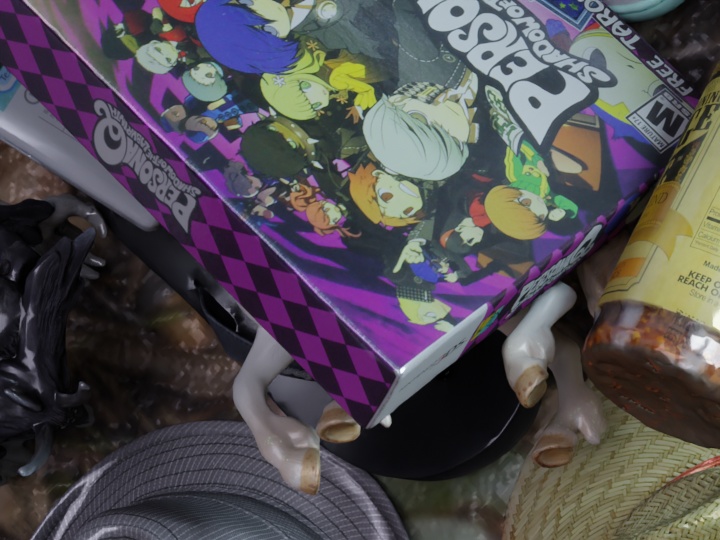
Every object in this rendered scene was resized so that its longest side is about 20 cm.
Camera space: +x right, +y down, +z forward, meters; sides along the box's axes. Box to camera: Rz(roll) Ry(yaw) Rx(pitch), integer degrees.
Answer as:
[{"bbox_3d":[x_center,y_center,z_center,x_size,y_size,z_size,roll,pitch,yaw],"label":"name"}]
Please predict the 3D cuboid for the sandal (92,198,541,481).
[{"bbox_3d":[-0.026,0.009,0.816,0.200,0.043,0.076,34,97,23],"label":"sandal"}]

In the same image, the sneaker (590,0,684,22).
[{"bbox_3d":[0.050,-0.184,0.756,0.078,0.140,0.200,-25,73,18],"label":"sneaker"}]

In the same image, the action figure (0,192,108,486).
[{"bbox_3d":[-0.143,0.018,0.834,0.200,0.102,0.119,36,98,39],"label":"action figure"}]

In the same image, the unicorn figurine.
[{"bbox_3d":[0.000,0.000,0.752,0.074,0.200,0.138,121,146,-46],"label":"unicorn figurine"}]

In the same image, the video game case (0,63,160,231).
[{"bbox_3d":[-0.098,-0.145,0.819,0.182,0.024,0.200,32,83,-2],"label":"video game case"}]

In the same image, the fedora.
[{"bbox_3d":[-0.070,0.148,0.789,0.177,0.090,0.200,11,87,24],"label":"fedora"}]

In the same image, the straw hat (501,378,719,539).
[{"bbox_3d":[0.124,0.099,0.716,0.201,0.085,0.202,-3,82,22],"label":"straw hat"}]

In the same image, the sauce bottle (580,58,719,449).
[{"bbox_3d":[0.136,-0.042,0.720,0.066,0.066,0.200,20,68,24],"label":"sauce bottle"}]

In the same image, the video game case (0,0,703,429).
[{"bbox_3d":[-0.006,-0.069,0.728,0.200,0.181,0.036,45,140,13],"label":"video game case"}]
